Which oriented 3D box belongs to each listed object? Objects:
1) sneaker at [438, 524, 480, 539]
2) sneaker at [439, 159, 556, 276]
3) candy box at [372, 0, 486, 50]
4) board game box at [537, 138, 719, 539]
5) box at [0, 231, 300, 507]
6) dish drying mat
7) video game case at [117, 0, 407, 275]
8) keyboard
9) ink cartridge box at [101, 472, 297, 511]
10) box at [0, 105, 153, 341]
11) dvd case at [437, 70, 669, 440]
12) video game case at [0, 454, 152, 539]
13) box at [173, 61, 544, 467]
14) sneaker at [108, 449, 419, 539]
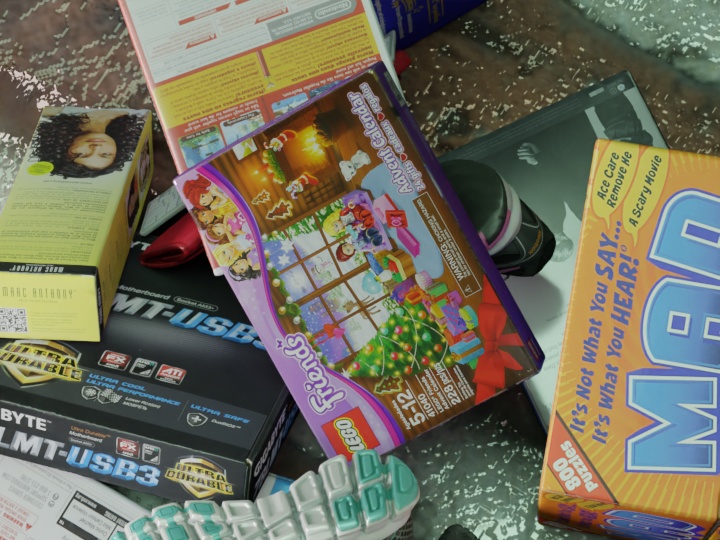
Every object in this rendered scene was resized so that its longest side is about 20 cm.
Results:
[{"bbox_3d":[0.080,0.247,1.665,0.088,0.074,0.201,-27,70,-5],"label":"sneaker"},{"bbox_3d":[0.039,-0.027,1.743,0.200,0.086,0.081,20,81,49],"label":"sneaker"},{"bbox_3d":[-0.020,-0.176,1.770,0.199,0.169,0.077,-29,76,-4],"label":"candy box"},{"bbox_3d":[0.215,0.056,1.625,0.199,0.200,0.201,9,80,5],"label":"board game box"},{"bbox_3d":[-0.130,0.052,1.715,0.199,0.050,0.199,14,37,11],"label":"box"},{"bbox_3d":[-0.052,-0.068,1.759,0.200,0.077,0.018,-42,103,-23],"label":"dish drying mat"},{"bbox_3d":[-0.053,-0.114,1.667,0.142,0.017,0.201,-19,96,3],"label":"video game case"},{"bbox_3d":[-0.058,-0.086,1.777,0.200,0.056,0.011,-35,101,14],"label":"keyboard"},{"bbox_3d":[-0.119,0.184,1.705,0.199,0.086,0.147,17,75,14],"label":"ink cartridge box"},{"bbox_3d":[-0.179,-0.033,1.745,0.075,0.050,0.200,2,34,5],"label":"box"},{"bbox_3d":[0.144,-0.010,1.770,0.150,0.025,0.201,-24,71,-1],"label":"dvd case"},{"bbox_3d":[-0.232,0.185,1.665,0.199,0.022,0.183,27,79,25],"label":"video game case"},{"bbox_3d":[0.000,0.000,1.634,0.136,0.039,0.201,-28,95,14],"label":"box"},{"bbox_3d":[-0.057,0.175,1.610,0.199,0.092,0.078,-14,38,-2],"label":"sneaker"}]
